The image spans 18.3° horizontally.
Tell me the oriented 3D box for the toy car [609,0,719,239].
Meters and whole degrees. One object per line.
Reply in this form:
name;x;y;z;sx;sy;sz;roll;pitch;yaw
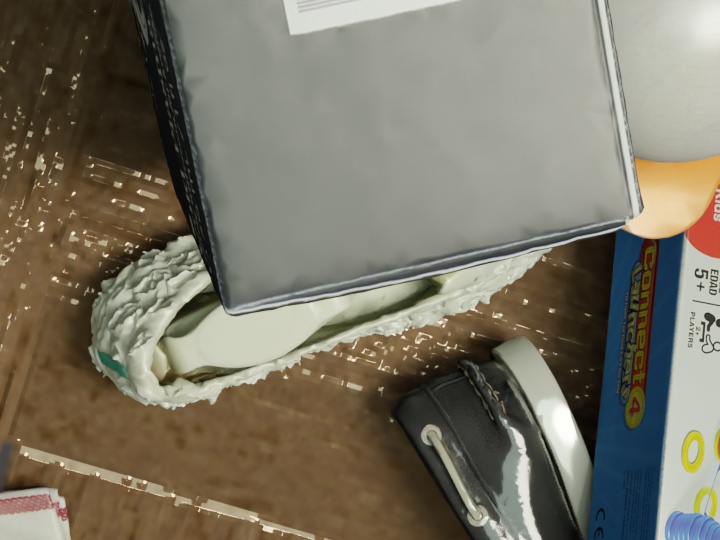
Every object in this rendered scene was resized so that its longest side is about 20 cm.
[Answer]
toy car;0.121;-0.106;0.715;0.175;0.185;0.201;-4;118;-14

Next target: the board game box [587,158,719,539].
board game box;0.181;0.075;0.797;0.194;0.056;0.202;10;79;-19

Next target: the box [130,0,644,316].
box;-0.012;-0.112;0.664;0.123;0.197;0.202;-12;102;-5

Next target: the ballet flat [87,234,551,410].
ballet flat;0.000;0.000;0.791;0.199;0.072;0.072;-25;102;-6

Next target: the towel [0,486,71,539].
towel;-0.166;0.184;0.815;0.143;0.023;0.202;-7;98;-6

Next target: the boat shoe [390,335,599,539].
boat shoe;0.072;0.126;0.819;0.060;0.074;0.201;-23;99;-5
